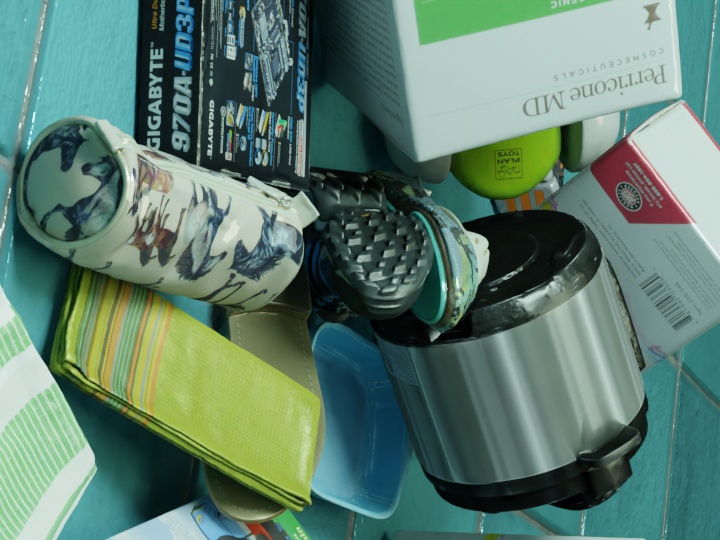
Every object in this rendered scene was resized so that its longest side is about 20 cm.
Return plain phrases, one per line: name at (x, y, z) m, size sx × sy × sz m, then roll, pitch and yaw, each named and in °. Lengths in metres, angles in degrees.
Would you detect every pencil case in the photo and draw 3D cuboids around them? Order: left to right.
pencil case at (-0.112, -0.033, 1.395) m, size 0.089 × 0.078 × 0.200 m, roll -51°, pitch 149°, yaw 13°

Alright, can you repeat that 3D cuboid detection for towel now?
towel at (-0.207, 0.085, 1.285) m, size 0.153 × 0.023 × 0.200 m, roll -63°, pitch 145°, yaw -43°
towel at (-0.098, 0.066, 1.428) m, size 0.200 × 0.018 × 0.086 m, roll 34°, pitch 49°, yaw -33°

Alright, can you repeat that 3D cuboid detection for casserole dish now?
casserole dish at (-0.017, 0.106, 1.684) m, size 0.200 × 0.039 × 0.121 m, roll 33°, pitch 60°, yaw -62°

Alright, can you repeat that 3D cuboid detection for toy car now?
toy car at (0.093, -0.154, 1.821) m, size 0.150 × 0.175 × 0.200 m, roll -168°, pitch -108°, yaw -76°

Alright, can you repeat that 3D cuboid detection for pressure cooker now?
pressure cooker at (0.108, 0.077, 1.701) m, size 0.176 × 0.179 × 0.200 m, roll -72°, pitch 146°, yaw -64°

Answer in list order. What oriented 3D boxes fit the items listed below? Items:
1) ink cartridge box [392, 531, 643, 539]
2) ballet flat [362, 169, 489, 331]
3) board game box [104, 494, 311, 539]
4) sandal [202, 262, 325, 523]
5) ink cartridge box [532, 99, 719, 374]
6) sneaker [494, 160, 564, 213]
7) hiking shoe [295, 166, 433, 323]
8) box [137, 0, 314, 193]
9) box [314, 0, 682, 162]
ink cartridge box at (0.104, 0.266, 1.737) m, size 0.148 × 0.200 × 0.086 m, roll -62°, pitch 143°, yaw -47°
ballet flat at (0.050, -0.018, 1.626) m, size 0.200 × 0.074 × 0.074 m, roll -126°, pitch -163°, yaw -57°
board game box at (-0.076, 0.210, 1.440) m, size 0.151 × 0.037 × 0.200 m, roll 51°, pitch 28°, yaw 11°
sandal at (-0.066, 0.083, 1.543) m, size 0.070 × 0.078 × 0.212 m, roll 114°, pitch -18°, yaw -54°
ink cartridge box at (0.198, -0.009, 1.765) m, size 0.148 × 0.200 × 0.086 m, roll 53°, pitch 48°, yaw 1°
sneaker at (0.135, -0.142, 1.990) m, size 0.200 × 0.078 × 0.112 m, roll 81°, pitch 20°, yaw -44°
hiking shoe at (0.000, 0.000, 1.577) m, size 0.200 × 0.074 × 0.087 m, roll -114°, pitch -150°, yaw -67°
box at (-0.082, -0.153, 1.529) m, size 0.159 × 0.046 × 0.200 m, roll 7°, pitch 84°, yaw -66°
box at (0.083, -0.197, 1.620) m, size 0.200 × 0.199 × 0.171 m, roll -131°, pitch -151°, yaw -62°
